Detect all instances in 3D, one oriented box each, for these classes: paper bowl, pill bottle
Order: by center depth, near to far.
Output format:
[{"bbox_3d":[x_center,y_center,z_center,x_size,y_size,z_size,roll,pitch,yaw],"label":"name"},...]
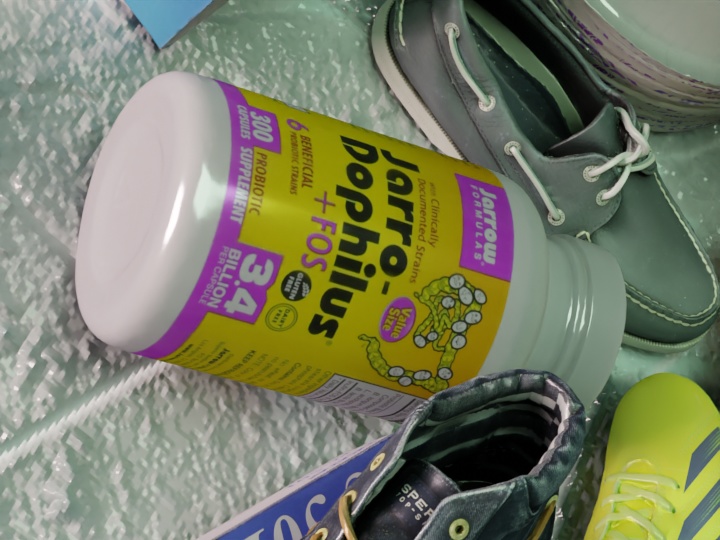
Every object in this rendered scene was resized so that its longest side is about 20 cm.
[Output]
[{"bbox_3d":[0.000,0.000,0.885,0.199,0.104,0.105,16,66,-26],"label":"pill bottle"},{"bbox_3d":[0.143,-0.171,1.033,0.199,0.104,0.202,11,69,-29],"label":"paper bowl"}]

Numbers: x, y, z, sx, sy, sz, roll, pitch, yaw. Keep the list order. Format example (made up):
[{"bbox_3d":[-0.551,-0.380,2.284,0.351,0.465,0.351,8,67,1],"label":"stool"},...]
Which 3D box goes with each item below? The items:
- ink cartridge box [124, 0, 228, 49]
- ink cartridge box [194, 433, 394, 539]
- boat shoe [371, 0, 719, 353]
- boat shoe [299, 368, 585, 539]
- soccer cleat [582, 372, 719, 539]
[{"bbox_3d":[-0.062,-0.225,0.898,0.200,0.146,0.147,52,55,-5],"label":"ink cartridge box"},{"bbox_3d":[-0.048,0.145,0.841,0.199,0.044,0.095,-28,91,-35],"label":"ink cartridge box"},{"bbox_3d":[0.088,-0.046,0.979,0.200,0.062,0.073,48,56,-9],"label":"boat shoe"},{"bbox_3d":[0.000,0.106,0.790,0.071,0.091,0.200,36,47,21],"label":"boat shoe"},{"bbox_3d":[0.106,0.129,0.923,0.083,0.064,0.202,30,61,-39],"label":"soccer cleat"}]
